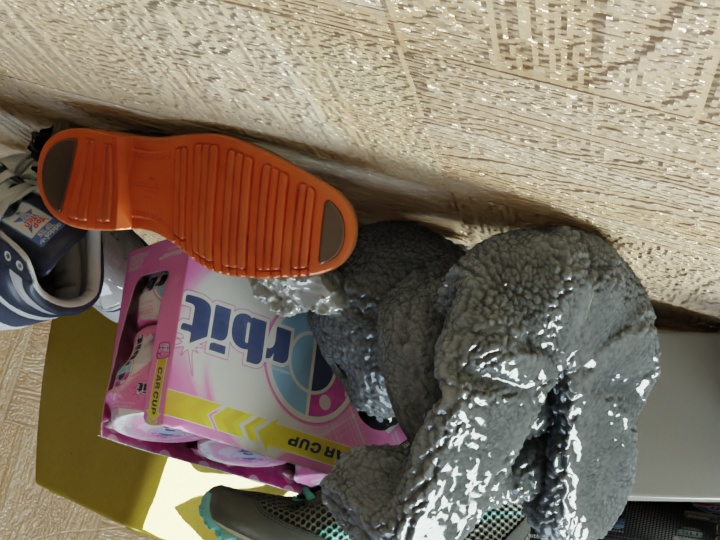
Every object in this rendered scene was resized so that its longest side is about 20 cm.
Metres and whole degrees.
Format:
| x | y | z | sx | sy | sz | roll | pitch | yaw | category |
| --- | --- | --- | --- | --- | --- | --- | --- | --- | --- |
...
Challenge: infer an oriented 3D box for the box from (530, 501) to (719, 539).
| x | y | z | sx | sy | sz | roll | pitch | yaw | category |
| --- | --- | --- | --- | --- | --- | --- | --- | --- | --- |
| 0.166 | 0.162 | 1.066 | 0.200 | 0.044 | 0.160 | 8 | -164 | 13 | box |

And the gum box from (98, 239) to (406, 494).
| x | y | z | sx | sy | sz | roll | pitch | yaw | category |
| --- | --- | --- | --- | --- | --- | --- | --- | --- | --- |
| -0.057 | 0.062 | 0.960 | 0.200 | 0.114 | 0.066 | 22 | 155 | -37 | gum box |

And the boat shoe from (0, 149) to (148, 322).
| x | y | z | sx | sy | sz | roll | pitch | yaw | category |
| --- | --- | --- | --- | --- | --- | --- | --- | --- | --- |
| -0.210 | -0.037 | 1.047 | 0.202 | 0.075 | 0.086 | 39 | 177 | 44 | boat shoe |

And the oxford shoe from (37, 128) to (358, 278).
| x | y | z | sx | sy | sz | roll | pitch | yaw | category |
| --- | --- | --- | --- | --- | --- | --- | --- | --- | --- |
| -0.077 | -0.043 | 0.864 | 0.200 | 0.071 | 0.073 | 17 | -165 | 30 | oxford shoe |

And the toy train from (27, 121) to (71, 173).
| x | y | z | sx | sy | sz | roll | pitch | yaw | category |
| --- | --- | --- | --- | --- | --- | --- | --- | --- | --- |
| -0.137 | -0.050 | 1.018 | 0.046 | 0.034 | 0.200 | 8 | 170 | 30 | toy train |

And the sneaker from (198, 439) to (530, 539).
| x | y | z | sx | sy | sz | roll | pitch | yaw | category |
| --- | --- | --- | --- | --- | --- | --- | --- | --- | --- |
| 0.008 | 0.137 | 0.923 | 0.200 | 0.091 | 0.078 | 13 | 178 | -14 | sneaker |

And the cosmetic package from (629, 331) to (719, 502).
| x | y | z | sx | sy | sz | roll | pitch | yaw | category |
| --- | --- | --- | --- | --- | --- | --- | --- | --- | --- |
| 0.150 | 0.090 | 1.001 | 0.200 | 0.107 | 0.090 | 0 | 172 | 1 | cosmetic package |

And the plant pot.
| x | y | z | sx | sy | sz | roll | pitch | yaw | category |
| --- | --- | --- | --- | --- | --- | --- | --- | --- | --- |
| -0.108 | 0.101 | 1.115 | 0.200 | 0.176 | 0.200 | 29 | 168 | -39 | plant pot |

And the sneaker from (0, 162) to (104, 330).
| x | y | z | sx | sy | sz | roll | pitch | yaw | category |
| --- | --- | --- | --- | --- | --- | --- | --- | --- | --- |
| -0.224 | -0.047 | 0.923 | 0.108 | 0.070 | 0.200 | -3 | 131 | 46 | sneaker |

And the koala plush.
| x | y | z | sx | sy | sz | roll | pitch | yaw | category |
| --- | --- | --- | --- | --- | --- | --- | --- | --- | --- |
| 0.043 | 0.034 | 0.875 | 0.177 | 0.184 | 0.200 | 0 | -157 | -38 | koala plush |
